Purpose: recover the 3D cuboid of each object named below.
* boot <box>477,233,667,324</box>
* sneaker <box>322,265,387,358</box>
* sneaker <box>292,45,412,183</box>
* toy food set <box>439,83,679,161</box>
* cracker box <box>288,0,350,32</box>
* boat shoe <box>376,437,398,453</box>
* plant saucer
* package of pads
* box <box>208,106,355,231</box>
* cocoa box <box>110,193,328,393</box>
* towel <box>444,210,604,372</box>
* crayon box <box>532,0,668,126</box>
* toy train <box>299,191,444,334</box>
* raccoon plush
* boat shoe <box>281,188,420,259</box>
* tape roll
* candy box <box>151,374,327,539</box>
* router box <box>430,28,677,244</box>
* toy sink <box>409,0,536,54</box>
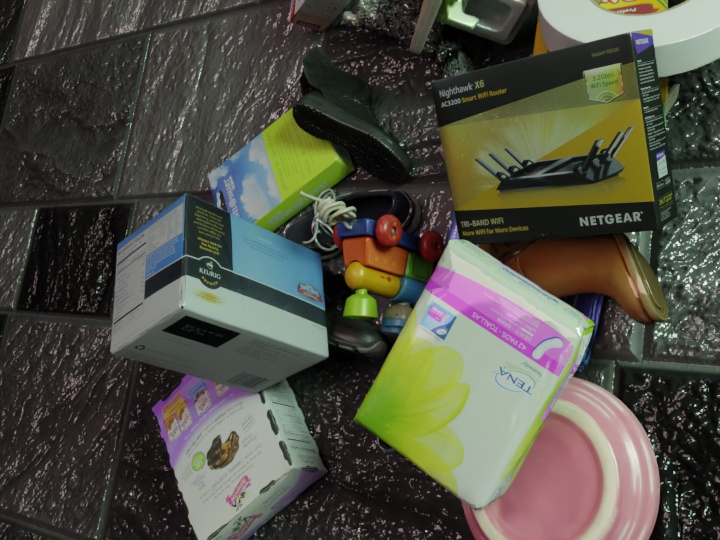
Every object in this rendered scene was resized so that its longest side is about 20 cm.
[{"bbox_3d":[0.190,0.011,0.789,0.154,0.073,0.201,-39,41,17],"label":"boot"},{"bbox_3d":[-0.041,0.040,0.970,0.198,0.075,0.080,26,89,38],"label":"sneaker"},{"bbox_3d":[-0.005,-0.195,1.016,0.198,0.060,0.105,31,53,9],"label":"sneaker"},{"bbox_3d":[0.197,-0.147,0.819,0.198,0.061,0.144,11,47,38],"label":"toy food set"},{"bbox_3d":[-0.035,-0.404,1.043,0.200,0.057,0.137,171,107,-72],"label":"cracker box"},{"bbox_3d":[0.076,0.112,0.835,0.073,0.061,0.202,46,123,33],"label":"boat shoe"},{"bbox_3d":[0.177,0.199,0.777,0.198,0.051,0.204,-11,70,32],"label":"plant saucer"},{"bbox_3d":[0.105,0.097,0.754,0.153,0.068,0.202,33,104,21],"label":"package of pads"},{"bbox_3d":[-0.109,-0.130,1.088,0.199,0.047,0.123,-34,58,23],"label":"box"},{"bbox_3d":[-0.148,0.031,0.884,0.132,0.199,0.133,-28,54,34],"label":"cocoa box"},{"bbox_3d":[0.163,0.014,0.862,0.198,0.024,0.147,11,82,38],"label":"towel"},{"bbox_3d":[0.235,-0.221,0.800,0.125,0.051,0.202,-1,51,20],"label":"crayon box"},{"bbox_3d":[0.000,0.000,0.871,0.084,0.198,0.118,-4,75,46],"label":"toy train"},{"bbox_3d":[0.050,-0.281,0.998,0.133,0.096,0.203,-25,62,36],"label":"raccoon plush"},{"bbox_3d":[-0.024,-0.058,0.995,0.197,0.062,0.076,-5,73,35],"label":"boat shoe"},{"bbox_3d":[0.263,-0.254,0.758,0.199,0.037,0.205,-11,48,12],"label":"tape roll"},{"bbox_3d":[-0.152,0.205,1.001,0.167,0.071,0.201,-41,55,18],"label":"candy box"},{"bbox_3d":[0.167,-0.111,0.729,0.198,0.052,0.160,-4,102,42],"label":"router box"},{"bbox_3d":[0.139,-0.330,0.881,0.110,0.131,0.203,18,70,-3],"label":"toy sink"}]
